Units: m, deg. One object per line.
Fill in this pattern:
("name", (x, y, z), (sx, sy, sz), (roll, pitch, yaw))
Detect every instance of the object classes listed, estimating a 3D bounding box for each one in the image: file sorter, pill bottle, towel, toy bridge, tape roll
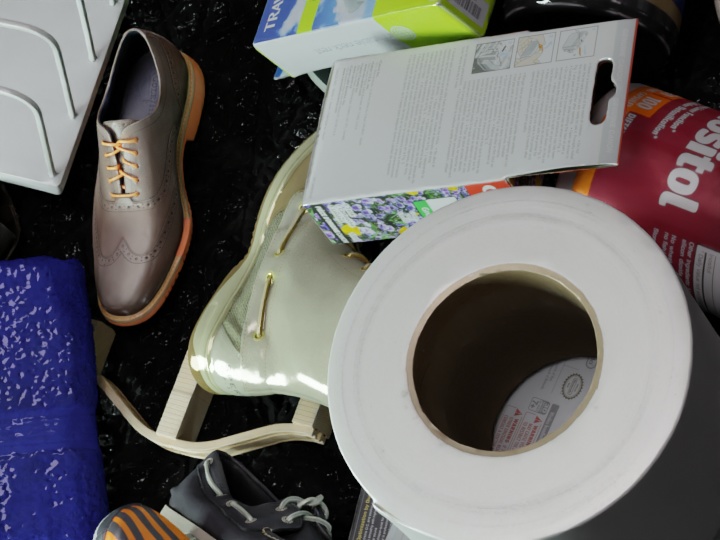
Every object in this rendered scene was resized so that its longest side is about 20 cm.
("file sorter", (-0.242, -0.179, 1.607), (0.139, 0.125, 0.200), (13, 67, 6))
("pill bottle", (0.158, -0.231, 1.496), (0.112, 0.112, 0.200), (5, 72, 25))
("pill bottle", (0.221, -0.028, 1.385), (0.200, 0.113, 0.113), (23, 80, 29))
("towel", (-0.240, 0.095, 1.538), (0.147, 0.050, 0.200), (-5, 80, -7))
("toy bridge", (-0.110, 0.083, 1.535), (0.200, 0.027, 0.067), (13, 76, 28))
("tape roll", (0.099, 0.072, 1.301), (0.202, 0.139, 0.203), (-9, 64, 18))

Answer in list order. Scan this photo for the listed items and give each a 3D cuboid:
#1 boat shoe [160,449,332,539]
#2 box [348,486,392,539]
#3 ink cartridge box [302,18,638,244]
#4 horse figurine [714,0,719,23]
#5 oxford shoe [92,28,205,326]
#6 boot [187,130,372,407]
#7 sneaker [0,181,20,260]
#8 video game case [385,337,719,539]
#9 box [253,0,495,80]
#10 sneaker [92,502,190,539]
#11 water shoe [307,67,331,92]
("boat shoe", (-0.053, 0.152, 1.426), (0.200, 0.073, 0.063), (17, 75, 57))
("box", (0.072, 0.168, 1.408), (0.157, 0.050, 0.200), (5, 72, 26))
("ink cartridge box", (0.071, -0.080, 1.408), (0.200, 0.050, 0.109), (-6, 55, 26))
("horse figurine", (0.237, -0.162, 1.441), (0.050, 0.133, 0.200), (-19, 76, 12))
("oxford shoe", (-0.153, -0.063, 1.587), (0.071, 0.073, 0.200), (-5, 68, 21))
("boot", (0.000, 0.000, 1.468), (0.155, 0.072, 0.200), (10, 61, 41))
("sneaker", (-0.276, 0.022, 1.606), (0.106, 0.075, 0.200), (-22, 63, 12))
("video game case", (0.124, 0.115, 1.366), (0.182, 0.023, 0.200), (18, 76, 28))
("box", (0.012, -0.192, 1.514), (0.200, 0.048, 0.122), (-6, 58, 48))
("sneaker", (-0.070, 0.213, 1.381), (0.112, 0.078, 0.200), (-28, 97, 52))
("water shoe", (0.042, -0.130, 1.525), (0.200, 0.079, 0.072), (21, 79, 29))
